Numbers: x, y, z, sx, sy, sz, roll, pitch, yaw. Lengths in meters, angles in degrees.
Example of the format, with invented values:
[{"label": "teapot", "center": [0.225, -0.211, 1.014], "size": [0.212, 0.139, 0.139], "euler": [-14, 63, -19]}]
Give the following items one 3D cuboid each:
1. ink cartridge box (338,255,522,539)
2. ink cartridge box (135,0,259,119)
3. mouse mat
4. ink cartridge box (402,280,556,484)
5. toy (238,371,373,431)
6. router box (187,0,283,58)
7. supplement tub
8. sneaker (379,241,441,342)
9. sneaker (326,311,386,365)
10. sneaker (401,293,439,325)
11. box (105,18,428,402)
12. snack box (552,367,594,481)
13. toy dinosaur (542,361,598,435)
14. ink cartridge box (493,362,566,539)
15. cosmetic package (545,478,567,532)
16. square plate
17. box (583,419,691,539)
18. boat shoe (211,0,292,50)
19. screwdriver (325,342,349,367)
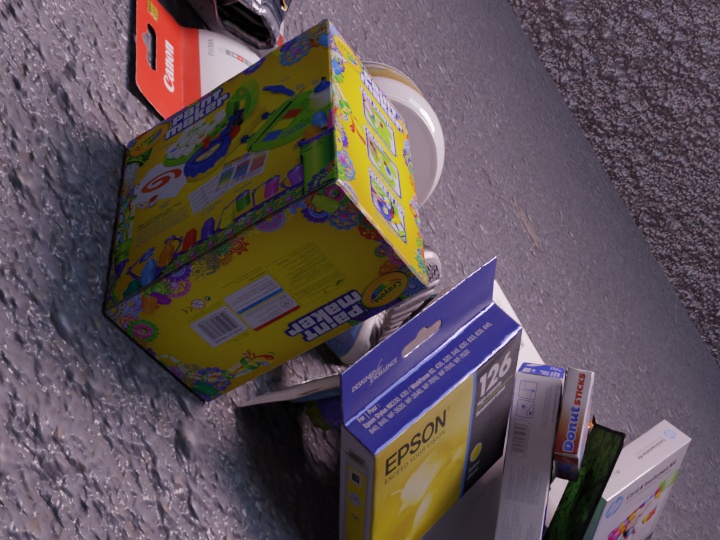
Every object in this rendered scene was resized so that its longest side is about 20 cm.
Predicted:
[{"label": "ink cartridge box", "center": [0.057, 0.119, 0.985], "size": [0.197, 0.047, 0.202], "euler": [-35, 142, -38]}, {"label": "ink cartridge box", "center": [-0.129, -0.168, 1.149], "size": [0.200, 0.050, 0.164], "euler": [49, 24, -43]}, {"label": "mouse mat", "center": [0.200, 0.221, 1.160], "size": [0.007, 0.163, 0.200], "euler": [24, -3, 5]}, {"label": "ink cartridge box", "center": [0.117, 0.134, 1.241], "size": [0.144, 0.084, 0.202], "euler": [-41, 107, -29]}, {"label": "toy", "center": [-0.006, 0.104, 1.031], "size": [0.200, 0.113, 0.048], "euler": [-18, 93, -69]}, {"label": "router box", "center": [-0.155, -0.336, 1.292], "size": [0.200, 0.048, 0.181], "euler": [49, 24, -35]}, {"label": "supplement tub", "center": [0.009, -0.127, 1.246], "size": [0.146, 0.143, 0.200], "euler": [57, 6, -14]}, {"label": "sneaker", "center": [0.000, 0.000, 1.125], "size": [0.077, 0.200, 0.113], "euler": [-20, 73, -29]}, {"label": "sneaker", "center": [-0.039, 0.001, 1.059], "size": [0.076, 0.076, 0.201], "euler": [14, 34, -36]}, {"label": "sneaker", "center": [0.103, 0.122, 1.318], "size": [0.203, 0.081, 0.073], "euler": [65, 18, 2]}, {"label": "box", "center": [-0.070, -0.046, 0.922], "size": [0.122, 0.198, 0.195], "euler": [46, 26, -37]}, {"label": "snack box", "center": [0.189, 0.140, 1.099], "size": [0.200, 0.024, 0.073], "euler": [58, 44, -72]}, {"label": "toy dinosaur", "center": [0.178, 0.137, 1.374], "size": [0.102, 0.136, 0.201], "euler": [-17, 70, -54]}, {"label": "ink cartridge box", "center": [0.149, 0.189, 1.113], "size": [0.094, 0.043, 0.204], "euler": [-3, 101, -79]}, {"label": "cosmetic package", "center": [0.212, 0.261, 1.461], "size": [0.151, 0.051, 0.202], "euler": [49, 25, -31]}, {"label": "square plate", "center": [0.084, 0.171, 1.119], "size": [0.201, 0.028, 0.199], "euler": [-52, 130, -28]}, {"label": "box", "center": [0.267, 0.271, 1.320], "size": [0.155, 0.203, 0.041], "euler": [-23, 46, -39]}, {"label": "boat shoe", "center": [-0.129, -0.299, 1.165], "size": [0.200, 0.070, 0.092], "euler": [41, 50, -41]}, {"label": "screwdriver", "center": [-0.050, 0.042, 1.120], "size": [0.200, 0.028, 0.029], "euler": [50, -6, -37]}]
